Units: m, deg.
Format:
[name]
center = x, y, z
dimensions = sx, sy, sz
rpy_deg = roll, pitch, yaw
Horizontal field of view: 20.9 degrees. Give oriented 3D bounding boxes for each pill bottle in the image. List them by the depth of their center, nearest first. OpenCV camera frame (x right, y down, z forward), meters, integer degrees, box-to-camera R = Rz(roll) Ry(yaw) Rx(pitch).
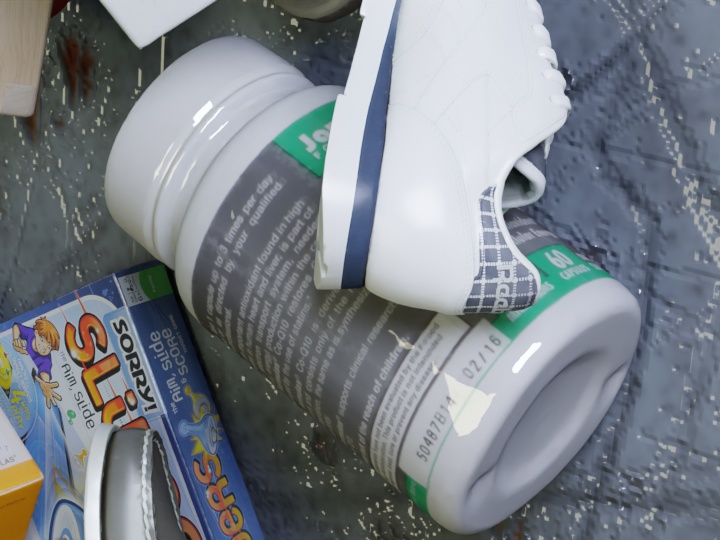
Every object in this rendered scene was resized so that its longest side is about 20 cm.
[pill bottle]
center = 0.000, 0.000, 0.759
dimensions = 0.200, 0.113, 0.113
rpy_deg = 38, 122, 24

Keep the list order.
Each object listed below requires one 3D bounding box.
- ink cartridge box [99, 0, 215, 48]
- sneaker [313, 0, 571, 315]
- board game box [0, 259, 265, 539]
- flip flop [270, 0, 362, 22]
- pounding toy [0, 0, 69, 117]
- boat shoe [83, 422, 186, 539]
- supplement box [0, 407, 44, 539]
[ink cartridge box]
center = -0.029, -0.178, 0.690
dimensions = 0.199, 0.059, 0.104
rpy_deg = -31, 122, 12
[sneaker]
center = 0.037, -0.073, 0.702
dimensions = 0.080, 0.201, 0.076
rpy_deg = 9, 153, 4
[board game box]
center = -0.113, 0.109, 0.928
dimensions = 0.135, 0.034, 0.201
rpy_deg = -22, 88, 40
[flip flop]
center = -0.055, -0.187, 0.788
dimensions = 0.081, 0.057, 0.201
rpy_deg = -34, 79, 37
[pounding toy]
center = -0.152, -0.182, 0.801
dimensions = 0.184, 0.141, 0.201
rpy_deg = -115, 35, -57
[boat shoe]
center = -0.079, 0.164, 0.851
dimensions = 0.060, 0.072, 0.203
rpy_deg = -10, 85, 11
[supplement box]
center = -0.244, 0.073, 0.966
dimensions = 0.200, 0.073, 0.126
rpy_deg = 52, 141, 26
